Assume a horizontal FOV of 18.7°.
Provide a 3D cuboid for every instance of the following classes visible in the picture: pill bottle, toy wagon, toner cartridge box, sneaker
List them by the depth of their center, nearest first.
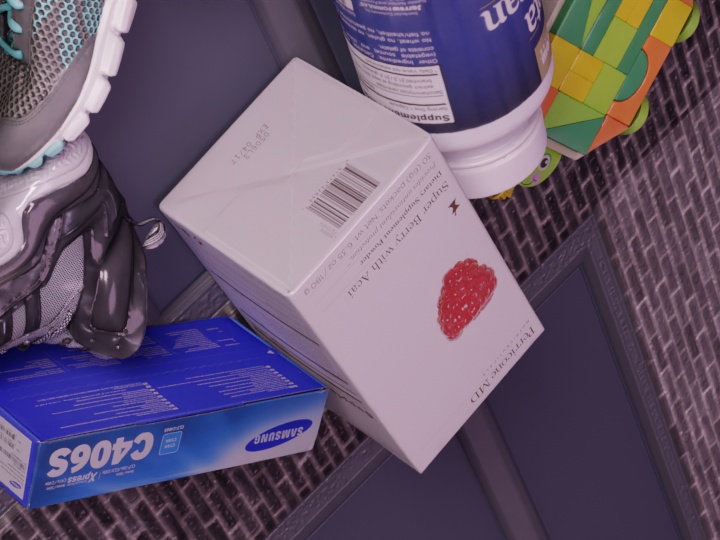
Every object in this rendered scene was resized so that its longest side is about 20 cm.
[{"bbox_3d":[-0.151,-0.146,1.055,0.091,0.078,0.201,23,94,-35],"label":"sneaker"},{"bbox_3d":[-0.177,0.029,1.111,0.200,0.075,0.114,-53,127,-10],"label":"sneaker"},{"bbox_3d":[-0.123,0.074,1.199,0.199,0.095,0.043,-8,122,-43],"label":"toner cartridge box"},{"bbox_3d":[0.047,-0.138,1.219,0.111,0.111,0.201,-40,138,-19],"label":"pill bottle"},{"bbox_3d":[0.138,-0.129,1.376,0.155,0.040,0.201,19,100,-50],"label":"toy wagon"}]

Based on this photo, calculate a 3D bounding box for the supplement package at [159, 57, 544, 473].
[{"bbox_3d":[0.000,0.000,1.256,0.121,0.120,0.200,-49,141,-11],"label":"supplement package"}]
